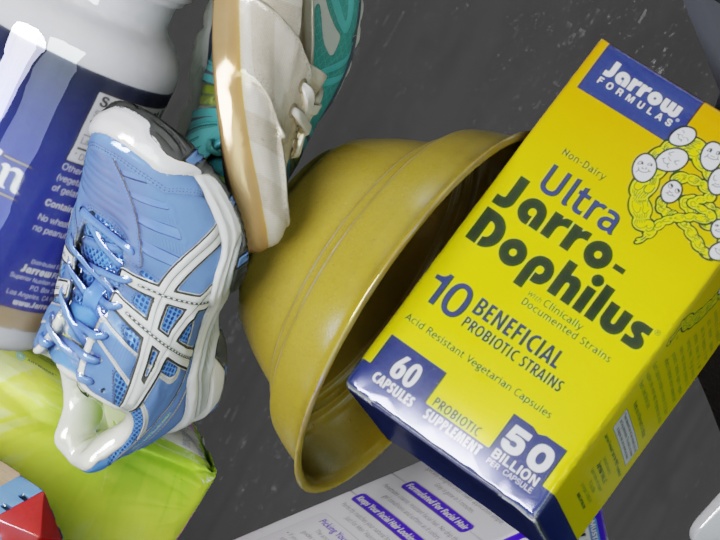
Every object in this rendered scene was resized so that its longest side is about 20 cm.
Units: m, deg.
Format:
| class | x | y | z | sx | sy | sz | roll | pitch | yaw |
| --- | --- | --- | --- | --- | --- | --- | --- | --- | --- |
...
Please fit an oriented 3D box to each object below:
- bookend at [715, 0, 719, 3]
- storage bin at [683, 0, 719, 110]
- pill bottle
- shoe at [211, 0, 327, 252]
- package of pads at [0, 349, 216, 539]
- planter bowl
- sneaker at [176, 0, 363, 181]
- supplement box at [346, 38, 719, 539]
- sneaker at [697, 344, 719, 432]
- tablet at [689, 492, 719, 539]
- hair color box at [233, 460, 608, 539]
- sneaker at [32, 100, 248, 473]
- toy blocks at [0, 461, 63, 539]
| class | x | y | z | sx | sy | sz | roll | pitch | yaw |
| --- | --- | --- | --- | --- | --- | --- | --- | --- | --- |
| bookend | 0.087 | -0.215 | 0.937 | 0.200 | 0.199 | 0.092 | 29 | 100 | -23 |
| storage bin | 0.237 | -0.157 | 1.016 | 0.199 | 0.146 | 0.135 | -23 | 74 | -3 |
| pill bottle | -0.152 | -0.075 | 0.969 | 0.115 | 0.116 | 0.200 | 24 | 101 | -17 |
| shoe | -0.038 | -0.109 | 0.940 | 0.053 | 0.070 | 0.201 | -2 | 89 | -2 |
| package of pads | -0.187 | 0.102 | 1.043 | 0.200 | 0.068 | 0.155 | 29 | 100 | -19 |
| planter bowl | 0.000 | 0.000 | 1.016 | 0.083 | 0.200 | 0.201 | 34 | 100 | 17 |
| sneaker | -0.049 | -0.067 | 1.011 | 0.077 | 0.080 | 0.201 | 19 | 102 | -16 |
| supplement box | 0.102 | 0.016 | 0.987 | 0.109 | 0.110 | 0.200 | 34 | 82 | 19 |
| sneaker | 0.219 | 0.039 | 1.109 | 0.084 | 0.073 | 0.200 | -28 | 120 | -8 |
| tablet | 0.259 | 0.123 | 1.122 | 0.130 | 0.014 | 0.200 | -49 | 138 | 6 |
| hair color box | 0.014 | 0.155 | 1.055 | 0.199 | 0.109 | 0.065 | -22 | 112 | -19 |
| sneaker | -0.100 | 0.014 | 0.939 | 0.077 | 0.076 | 0.200 | -39 | 147 | -34 |
| toy blocks | -0.148 | 0.164 | 0.948 | 0.100 | 0.137 | 0.201 | -29 | 114 | -25 |
